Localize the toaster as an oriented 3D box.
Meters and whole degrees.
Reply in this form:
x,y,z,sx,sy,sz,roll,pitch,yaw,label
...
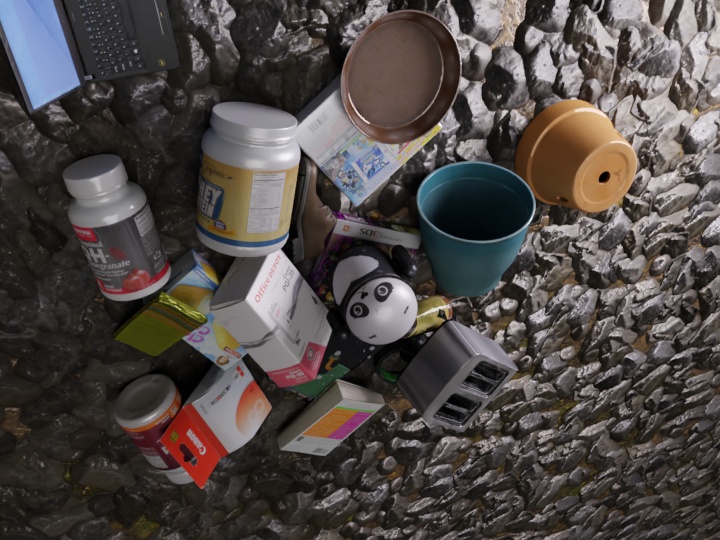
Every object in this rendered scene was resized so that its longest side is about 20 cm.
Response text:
x,y,z,sx,sy,sz,roll,pitch,yaw,label
0.187,0.204,1.264,0.200,0.119,0.181,27,106,-40,toaster

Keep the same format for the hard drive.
x,y,z,sx,sy,sz,roll,pitch,yaw,label
-0.071,0.165,1.243,0.200,0.038,0.140,-40,132,16,hard drive

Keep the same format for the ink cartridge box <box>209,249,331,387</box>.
x,y,z,sx,sy,sz,roll,pitch,yaw,label
-0.142,0.076,1.083,0.083,0.147,0.200,-16,125,30,ink cartridge box

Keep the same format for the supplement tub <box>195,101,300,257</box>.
x,y,z,sx,sy,sz,roll,pitch,yaw,label
-0.169,-0.136,0.962,0.144,0.145,0.200,-1,120,-23,supplement tub

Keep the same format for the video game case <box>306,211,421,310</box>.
x,y,z,sx,sy,sz,roll,pitch,yaw,label
0.000,0.000,1.192,0.181,0.036,0.200,10,116,-27,video game case

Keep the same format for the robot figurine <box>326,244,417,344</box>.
x,y,z,sx,sy,sz,roll,pitch,yaw,label
0.016,0.035,1.072,0.125,0.200,0.151,-2,121,-20,robot figurine

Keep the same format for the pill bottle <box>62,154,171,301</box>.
x,y,z,sx,sy,sz,roll,pitch,yaw,label
-0.360,-0.063,0.945,0.111,0.111,0.200,-18,126,-13,pill bottle

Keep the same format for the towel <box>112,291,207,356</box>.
x,y,z,sx,sy,sz,roll,pitch,yaw,label
-0.329,0.095,1.042,0.086,0.018,0.200,34,139,-24,towel

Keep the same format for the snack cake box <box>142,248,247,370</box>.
x,y,z,sx,sy,sz,roll,pitch,yaw,label
-0.261,0.071,1.102,0.115,0.067,0.200,-40,127,3,snack cake box

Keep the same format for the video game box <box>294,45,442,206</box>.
x,y,z,sx,sy,sz,roll,pitch,yaw,label
0.008,-0.232,1.042,0.200,0.047,0.182,-42,125,5,video game box

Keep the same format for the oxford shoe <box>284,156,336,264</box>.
x,y,z,sx,sy,sz,roll,pitch,yaw,label
-0.083,-0.105,1.071,0.084,0.073,0.200,-12,136,-19,oxford shoe

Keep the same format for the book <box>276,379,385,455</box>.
x,y,z,sx,sy,sz,roll,pitch,yaw,label
-0.060,0.315,1.334,0.133,0.048,0.200,24,121,-42,book

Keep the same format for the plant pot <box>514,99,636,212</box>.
x,y,z,sx,sy,sz,roll,pitch,yaw,label
0.406,-0.197,1.182,0.200,0.140,0.200,-11,124,-17,plant pot

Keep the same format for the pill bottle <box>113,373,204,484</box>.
x,y,z,sx,sy,sz,roll,pitch,yaw,label
-0.353,0.294,1.173,0.114,0.114,0.200,-25,127,-7,pill bottle

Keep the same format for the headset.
x,y,z,sx,sy,sz,roll,pitch,yaw,label
0.122,0.165,1.345,0.200,0.094,0.124,-25,133,11,headset

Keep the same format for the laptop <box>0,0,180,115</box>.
x,y,z,sx,sy,sz,roll,pitch,yaw,label
-0.338,-0.312,0.801,0.200,0.103,0.178,-15,126,-15,laptop

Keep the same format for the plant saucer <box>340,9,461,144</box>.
x,y,z,sx,sy,sz,roll,pitch,yaw,label
0.058,-0.293,0.979,0.200,0.034,0.201,-12,123,-19,plant saucer

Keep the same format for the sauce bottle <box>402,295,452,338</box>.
x,y,z,sx,sy,sz,roll,pitch,yaw,label
0.091,0.097,1.245,0.200,0.066,0.066,-13,126,-36,sauce bottle

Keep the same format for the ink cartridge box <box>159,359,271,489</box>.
x,y,z,sx,sy,sz,roll,pitch,yaw,label
-0.256,0.275,1.173,0.050,0.200,0.162,2,133,29,ink cartridge box

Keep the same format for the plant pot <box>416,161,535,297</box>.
x,y,z,sx,sy,sz,roll,pitch,yaw,label
0.198,-0.060,1.156,0.200,0.200,0.188,-18,142,-12,plant pot
